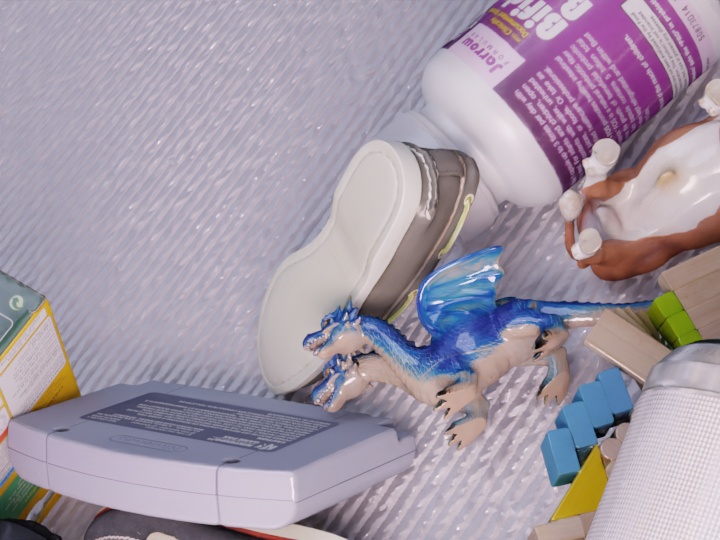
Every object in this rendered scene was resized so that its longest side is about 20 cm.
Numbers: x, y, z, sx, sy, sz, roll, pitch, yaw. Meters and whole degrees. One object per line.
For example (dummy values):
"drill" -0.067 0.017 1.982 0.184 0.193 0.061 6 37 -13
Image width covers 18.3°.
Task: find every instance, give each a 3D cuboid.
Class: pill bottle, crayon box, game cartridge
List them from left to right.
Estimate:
"crayon box" -0.219 0.096 1.279 0.052 0.200 0.126 29 67 17
"game cartridge" -0.088 0.099 1.224 0.200 0.042 0.133 7 18 34
"pill bottle" 0.107 -0.108 1.304 0.200 0.112 0.112 -41 36 -5

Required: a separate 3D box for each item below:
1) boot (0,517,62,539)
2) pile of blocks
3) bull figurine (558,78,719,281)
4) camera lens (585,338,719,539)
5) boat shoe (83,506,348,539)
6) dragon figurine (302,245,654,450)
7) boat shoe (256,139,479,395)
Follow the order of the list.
"boot" -0.229 0.200 1.182 0.076 0.200 0.168 -29 32 51
"pile of blocks" 0.135 0.073 1.116 0.082 0.062 0.200 37 69 10
"bull figurine" 0.192 -0.058 1.193 0.200 0.121 0.065 -36 69 15
"camera lens" 0.167 0.138 0.913 0.160 0.160 0.200 11 74 46
"boat shoe" -0.078 0.167 1.195 0.200 0.071 0.063 5 56 37
"dragon figurine" 0.066 0.029 1.198 0.200 0.059 0.099 -29 50 -2
"boat shoe" 0.001 0.002 1.264 0.202 0.060 0.072 -56 48 42
